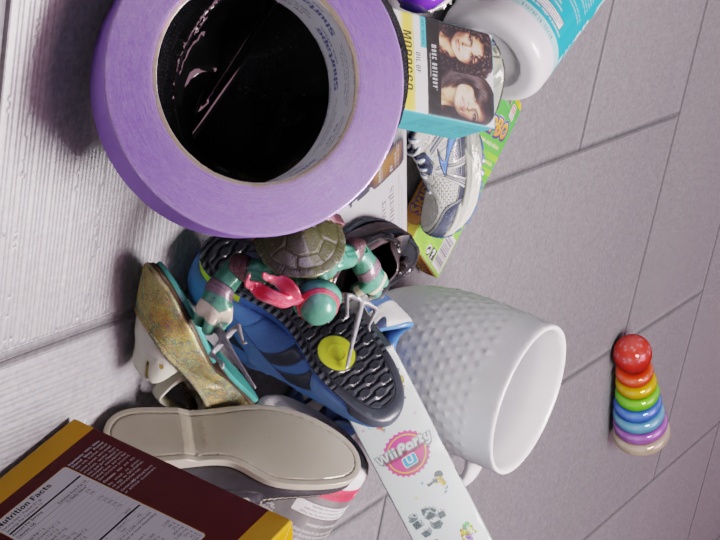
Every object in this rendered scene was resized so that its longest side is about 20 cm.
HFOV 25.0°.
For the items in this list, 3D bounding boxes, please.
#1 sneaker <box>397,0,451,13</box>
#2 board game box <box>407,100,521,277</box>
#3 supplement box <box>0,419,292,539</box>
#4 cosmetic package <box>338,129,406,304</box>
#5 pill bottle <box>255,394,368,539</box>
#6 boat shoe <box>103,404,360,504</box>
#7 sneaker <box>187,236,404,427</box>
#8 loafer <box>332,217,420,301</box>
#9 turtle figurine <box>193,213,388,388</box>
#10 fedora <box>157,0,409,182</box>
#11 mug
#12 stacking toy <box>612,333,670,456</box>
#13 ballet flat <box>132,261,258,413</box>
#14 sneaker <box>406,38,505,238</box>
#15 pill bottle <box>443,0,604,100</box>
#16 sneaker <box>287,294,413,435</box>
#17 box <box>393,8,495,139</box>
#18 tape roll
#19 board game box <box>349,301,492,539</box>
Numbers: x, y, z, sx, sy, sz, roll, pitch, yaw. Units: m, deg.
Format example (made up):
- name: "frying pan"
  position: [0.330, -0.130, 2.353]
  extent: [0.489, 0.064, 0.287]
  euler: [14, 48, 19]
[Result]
- name: "sneaker"
  position: [0.065, -0.315, 1.341]
  extent: [0.099, 0.069, 0.202]
  euler: [42, 66, -55]
- name: "board game box"
  position: [0.099, -0.101, 1.594]
  extent: [0.201, 0.030, 0.096]
  euler: [-61, 153, -12]
- name: "supplement box"
  position: [-0.164, 0.249, 1.144]
  extent: [0.133, 0.199, 0.199]
  euler: [-39, 141, -45]
- name: "cosmetic package"
  position: [-0.019, -0.070, 1.365]
  extent: [0.151, 0.051, 0.202]
  euler: [-42, 143, -39]
- name: "pill bottle"
  position: [-0.088, 0.213, 1.339]
  extent: [0.201, 0.110, 0.110]
  euler: [-57, 156, 13]
- name: "boat shoe"
  position: [-0.101, 0.148, 1.242]
  extent: [0.063, 0.198, 0.073]
  euler: [108, -17, -44]
- name: "sneaker"
  position: [-0.051, 0.056, 1.231]
  extent: [0.066, 0.200, 0.079]
  euler: [-41, 164, -39]
- name: "loafer"
  position: [0.000, 0.000, 1.327]
  extent: [0.199, 0.063, 0.073]
  euler: [-4, 114, -59]
- name: "turtle figurine"
  position: [-0.046, -0.011, 1.175]
  extent: [0.148, 0.201, 0.101]
  euler: [1, 138, -20]
- name: "fedora"
  position: [-0.067, -0.131, 1.150]
  extent: [0.202, 0.199, 0.092]
  euler: [-66, -164, -7]
- name: "mug"
  position: [0.080, 0.115, 1.544]
  extent: [0.147, 0.174, 0.202]
  euler: [-22, 128, -56]
- name: "stacking toy"
  position: [0.388, 0.167, 2.296]
  extent: [0.086, 0.085, 0.201]
  euler: [-50, 141, -34]
- name: "ballet flat"
  position: [-0.136, 0.069, 1.233]
  extent: [0.071, 0.070, 0.200]
  euler: [-59, 150, -20]
- name: "sneaker"
  position: [0.067, -0.121, 1.470]
  extent: [0.084, 0.077, 0.202]
  euler: [-2, 122, -18]
- name: "pill bottle"
  position: [0.167, -0.261, 1.514]
  extent: [0.200, 0.110, 0.111]
  euler: [-52, 149, -29]
- name: "sneaker"
  position: [-0.014, 0.110, 1.468]
  extent: [0.074, 0.082, 0.202]
  euler: [-1, 111, -63]
- name: "box"
  position: [0.025, -0.160, 1.290]
  extent: [0.199, 0.049, 0.083]
  euler: [5, 80, -45]
- name: "tape roll"
  position: [-0.075, -0.122, 1.064]
  extent: [0.202, 0.199, 0.066]
  euler: [-65, -164, -8]
- name: "board game box"
  position: [0.030, 0.137, 1.370]
  extent: [0.064, 0.148, 0.201]
  euler: [-28, 108, -3]
